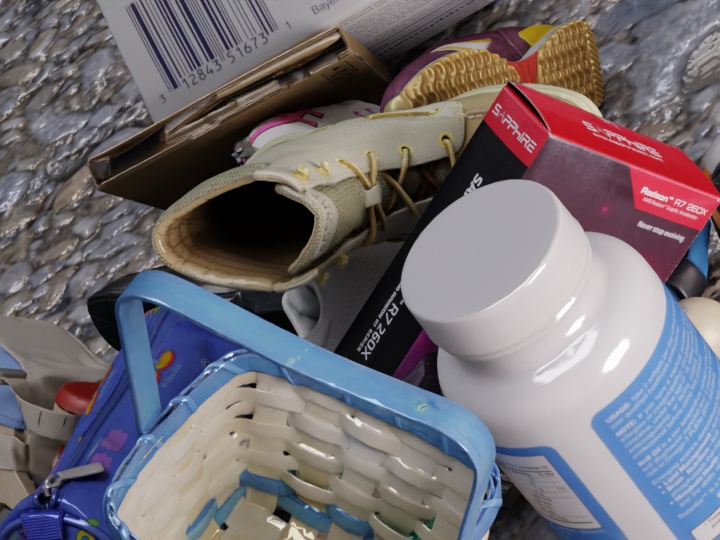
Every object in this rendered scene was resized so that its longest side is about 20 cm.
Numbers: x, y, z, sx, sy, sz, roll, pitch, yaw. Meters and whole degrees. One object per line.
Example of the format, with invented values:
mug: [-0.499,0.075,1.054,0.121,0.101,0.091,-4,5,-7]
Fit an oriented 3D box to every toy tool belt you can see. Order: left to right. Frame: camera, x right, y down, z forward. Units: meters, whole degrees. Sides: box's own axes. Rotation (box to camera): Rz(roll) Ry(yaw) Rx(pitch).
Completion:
toy tool belt: [-0.184,0.105,1.524,0.200,0.125,0.123,29,111,59]

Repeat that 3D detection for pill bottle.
pill bottle: [0.105,0.053,1.230,0.112,0.200,0.112,-24,38,20]

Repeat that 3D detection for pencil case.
pencil case: [-0.111,0.093,1.324,0.078,0.087,0.200,2,35,23]

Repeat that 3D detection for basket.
basket: [-0.029,0.095,1.193,0.176,0.200,0.139,26,58,17]

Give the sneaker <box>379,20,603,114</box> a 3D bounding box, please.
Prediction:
sneaker: [0.054,-0.090,1.488,0.090,0.075,0.200,-7,7,36]

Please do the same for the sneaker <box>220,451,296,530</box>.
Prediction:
sneaker: [-0.070,0.117,1.447,0.080,0.077,0.200,-57,32,24]

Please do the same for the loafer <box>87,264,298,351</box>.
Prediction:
loafer: [-0.065,0.020,1.541,0.200,0.073,0.072,3,43,32]

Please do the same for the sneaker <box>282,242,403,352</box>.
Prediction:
sneaker: [0.000,0.000,1.426,0.200,0.088,0.075,-77,5,-52]

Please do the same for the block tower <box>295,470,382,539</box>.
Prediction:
block tower: [-0.004,0.178,1.300,0.058,0.054,0.200,3,42,-3]

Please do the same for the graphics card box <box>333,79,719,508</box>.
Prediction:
graphics card box: [0.072,0.016,1.303,0.200,0.125,0.051,-56,43,18]

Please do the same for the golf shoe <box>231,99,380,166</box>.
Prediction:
golf shoe: [-0.017,-0.067,1.517,0.092,0.073,0.200,-35,3,8]

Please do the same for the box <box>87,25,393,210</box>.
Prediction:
box: [-0.065,-0.084,1.567,0.163,0.021,0.200,-28,-5,6]

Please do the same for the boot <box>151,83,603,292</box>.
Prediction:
boot: [0.012,-0.039,1.319,0.200,0.072,0.155,-8,10,22]

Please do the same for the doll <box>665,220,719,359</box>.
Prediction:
doll: [0.123,0.017,1.383,0.136,0.048,0.200,-57,36,-7]

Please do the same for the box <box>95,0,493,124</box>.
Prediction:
box: [-0.035,-0.169,1.595,0.184,0.105,0.200,-29,-6,14]

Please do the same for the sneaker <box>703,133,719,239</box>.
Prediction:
sneaker: [0.266,-0.053,1.322,0.200,0.078,0.112,-35,39,24]
